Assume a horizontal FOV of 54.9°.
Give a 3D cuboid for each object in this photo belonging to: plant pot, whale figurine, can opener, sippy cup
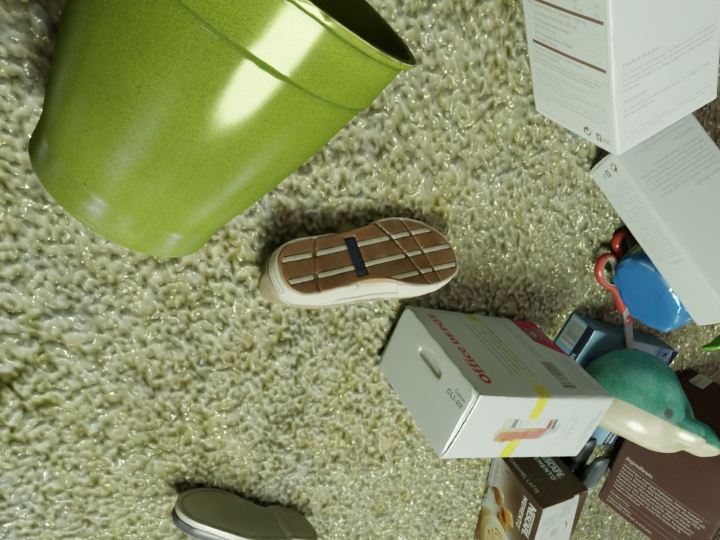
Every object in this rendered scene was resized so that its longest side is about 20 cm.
[{"bbox_3d":[-0.103,-0.119,0.430,0.200,0.201,0.193,24,118,-39],"label":"plant pot"},{"bbox_3d":[0.358,0.162,0.842,0.199,0.159,0.104,24,87,-22],"label":"whale figurine"},{"bbox_3d":[0.306,0.276,0.958,0.078,0.064,0.200,-31,159,-13],"label":"can opener"},{"bbox_3d":[0.370,-0.001,0.795,0.130,0.178,0.140,-29,146,-16],"label":"sippy cup"}]

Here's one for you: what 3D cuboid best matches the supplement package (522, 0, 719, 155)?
[{"bbox_3d":[0.215,-0.224,0.579,0.116,0.117,0.201,-29,131,-10],"label":"supplement package"}]

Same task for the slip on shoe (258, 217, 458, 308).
[{"bbox_3d":[0.000,0.000,0.643,0.199,0.076,0.061,-11,165,-33],"label":"slip on shoe"}]

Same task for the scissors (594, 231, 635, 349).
[{"bbox_3d":[0.334,0.047,0.858,0.073,0.014,0.201,-39,118,-24],"label":"scissors"}]

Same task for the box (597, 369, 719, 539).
[{"bbox_3d":[0.492,0.291,1.029,0.165,0.164,0.201,-15,128,-38],"label":"box"}]

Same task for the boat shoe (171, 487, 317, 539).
[{"bbox_3d":[-0.129,0.288,0.747,0.063,0.073,0.200,-52,135,5],"label":"boat shoe"}]

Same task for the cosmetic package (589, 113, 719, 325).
[{"bbox_3d":[0.342,-0.054,0.712,0.101,0.201,0.074,-30,172,-7],"label":"cosmetic package"}]

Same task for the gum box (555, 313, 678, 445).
[{"bbox_3d":[0.316,0.154,0.936,0.199,0.045,0.171,14,112,-35],"label":"gum box"}]

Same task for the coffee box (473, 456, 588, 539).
[{"bbox_3d":[0.232,0.347,0.968,0.079,0.114,0.201,-11,125,-23],"label":"coffee box"}]

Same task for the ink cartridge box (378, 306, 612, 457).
[{"bbox_3d":[0.139,0.118,0.732,0.199,0.145,0.084,10,116,-34],"label":"ink cartridge box"}]
